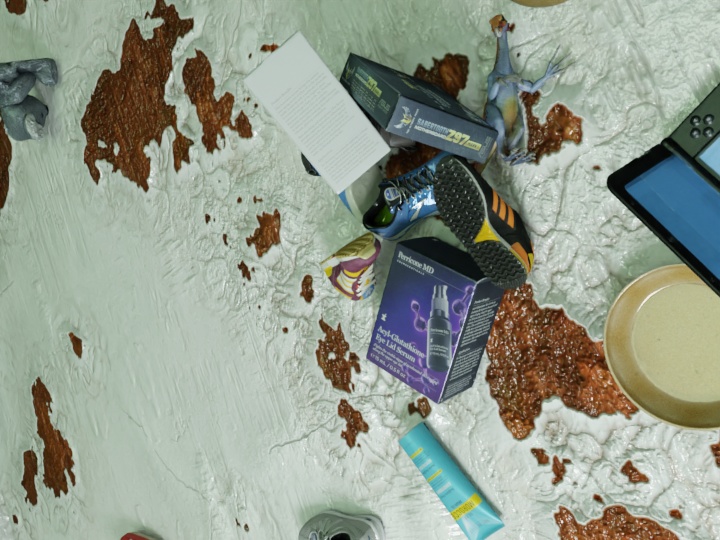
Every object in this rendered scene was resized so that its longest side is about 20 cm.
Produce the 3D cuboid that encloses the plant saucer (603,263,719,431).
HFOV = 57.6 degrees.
[{"bbox_3d":[0.399,0.090,0.793,0.199,0.035,0.203,7,100,39],"label":"plant saucer"}]

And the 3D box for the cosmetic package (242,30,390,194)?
[{"bbox_3d":[-0.059,-0.218,0.910,0.101,0.071,0.200,-38,109,7],"label":"cosmetic package"}]

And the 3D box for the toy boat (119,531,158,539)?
[{"bbox_3d":[-0.554,0.732,1.605,0.199,0.130,0.132,-4,95,39],"label":"toy boat"}]

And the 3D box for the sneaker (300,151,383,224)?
[{"bbox_3d":[-0.034,-0.163,1.085,0.111,0.076,0.201,-11,109,59],"label":"sneaker"}]

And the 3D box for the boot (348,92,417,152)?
[{"bbox_3d":[-0.008,-0.260,0.995,0.069,0.173,0.202,-147,40,-73],"label":"boot"}]

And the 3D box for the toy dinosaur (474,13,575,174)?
[{"bbox_3d":[0.181,-0.235,0.879,0.199,0.104,0.183,-23,79,41],"label":"toy dinosaur"}]

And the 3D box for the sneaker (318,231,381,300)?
[{"bbox_3d":[0.000,0.000,1.047,0.091,0.075,0.200,56,164,-6],"label":"sneaker"}]

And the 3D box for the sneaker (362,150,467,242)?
[{"bbox_3d":[0.079,-0.111,0.980,0.200,0.089,0.079,-42,60,32],"label":"sneaker"}]

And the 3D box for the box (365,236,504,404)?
[{"bbox_3d":[0.112,0.069,0.979,0.147,0.104,0.202,26,113,34],"label":"box"}]

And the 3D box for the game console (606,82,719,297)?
[{"bbox_3d":[0.408,-0.094,0.706,0.200,0.116,0.176,51,124,20],"label":"game console"}]

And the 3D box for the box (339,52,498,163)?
[{"bbox_3d":[0.073,-0.223,0.885,0.051,0.156,0.200,-66,30,23],"label":"box"}]

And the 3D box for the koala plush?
[{"bbox_3d":[-0.874,-0.427,1.676,0.176,0.183,0.202,9,114,38],"label":"koala plush"}]

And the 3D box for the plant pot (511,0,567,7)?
[{"bbox_3d":[0.241,-0.448,0.845,0.199,0.027,0.202,7,102,39],"label":"plant pot"}]

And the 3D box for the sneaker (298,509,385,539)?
[{"bbox_3d":[-0.052,0.483,1.190,0.199,0.082,0.075,-25,81,39],"label":"sneaker"}]

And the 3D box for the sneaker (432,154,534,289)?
[{"bbox_3d":[0.170,-0.075,0.888,0.070,0.090,0.201,-25,104,41],"label":"sneaker"}]

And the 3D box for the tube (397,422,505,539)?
[{"bbox_3d":[0.140,0.336,1.040,0.200,0.050,0.078,51,131,15],"label":"tube"}]
